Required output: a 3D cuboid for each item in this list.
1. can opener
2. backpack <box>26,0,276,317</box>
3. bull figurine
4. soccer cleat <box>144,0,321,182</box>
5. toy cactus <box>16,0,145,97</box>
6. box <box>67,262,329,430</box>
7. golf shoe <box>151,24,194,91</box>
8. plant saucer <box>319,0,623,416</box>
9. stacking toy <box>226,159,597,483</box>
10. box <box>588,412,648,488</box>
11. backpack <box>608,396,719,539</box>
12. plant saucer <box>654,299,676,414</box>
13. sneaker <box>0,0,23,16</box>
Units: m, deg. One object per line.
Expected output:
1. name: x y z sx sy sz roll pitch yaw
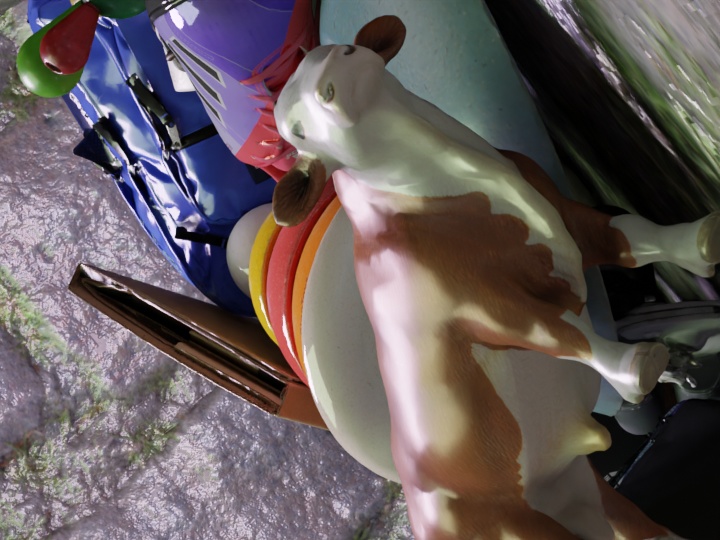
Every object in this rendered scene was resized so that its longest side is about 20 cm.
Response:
1. can opener: 0.113 0.025 0.779 0.200 0.053 0.067 51 -149 -72
2. backpack: -0.060 -0.076 1.029 0.200 0.162 0.168 62 179 -17
3. bull figurine: 0.042 0.019 0.577 0.121 0.065 0.200 21 140 37
4. soccer cleat: -0.032 -0.074 0.754 0.200 0.068 0.073 85 163 -86
5. toy cactus: -0.091 -0.162 0.776 0.165 0.200 0.102 12 -176 25
6. box: -0.022 0.052 1.002 0.163 0.021 0.200 25 -176 43
7. golf shoe: -0.073 -0.127 0.877 0.200 0.095 0.078 34 -170 -3
8. plant saucer: 0.026 -0.036 0.683 0.201 0.039 0.201 155 90 -86
9. stacking toy: 0.000 0.000 0.887 0.146 0.146 0.200 50 165 -30
10. box: 0.118 0.085 0.978 0.160 0.044 0.200 49 -174 29
11. backpack: 0.142 0.141 0.720 0.178 0.151 0.200 47 -175 12
12. plant saucer: 0.103 0.001 0.977 0.200 0.034 0.200 51 -179 -1
13. sneaker: -0.102 -0.150 0.638 0.105 0.075 0.200 52 -141 -12
